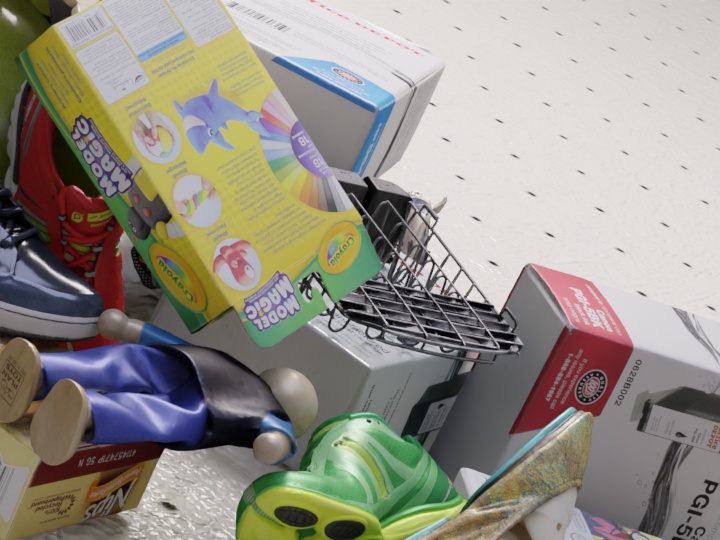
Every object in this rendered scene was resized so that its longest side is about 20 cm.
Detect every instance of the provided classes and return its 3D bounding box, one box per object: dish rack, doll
[{"bbox_3d":[0.000,0.000,1.557,0.153,0.055,0.200,11,27,-35],"label":"dish rack"},{"bbox_3d":[-0.094,0.062,1.351,0.199,0.049,0.136,5,26,-49],"label":"doll"}]

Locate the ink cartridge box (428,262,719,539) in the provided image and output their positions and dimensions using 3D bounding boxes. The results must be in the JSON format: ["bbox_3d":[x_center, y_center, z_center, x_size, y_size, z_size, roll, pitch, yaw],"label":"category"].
[{"bbox_3d":[0.164,0.099,1.622,0.199,0.147,0.083,16,21,-25],"label":"ink cartridge box"}]

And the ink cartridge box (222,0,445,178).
[{"bbox_3d":[-0.042,-0.119,1.768,0.145,0.085,0.200,27,17,8],"label":"ink cartridge box"}]

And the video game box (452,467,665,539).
[{"bbox_3d":[0.143,0.198,1.486,0.181,0.047,0.200,19,20,-14],"label":"video game box"}]

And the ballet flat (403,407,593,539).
[{"bbox_3d":[0.065,0.146,1.396,0.071,0.071,0.200,36,52,28],"label":"ballet flat"}]

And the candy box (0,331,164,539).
[{"bbox_3d":[-0.208,0.056,1.377,0.200,0.056,0.115,35,19,23],"label":"candy box"}]

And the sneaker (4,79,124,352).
[{"bbox_3d":[-0.158,-0.021,1.454,0.076,0.202,0.085,-1,-4,-24],"label":"sneaker"}]

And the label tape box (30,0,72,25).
[{"bbox_3d":[-0.206,-0.151,1.677,0.066,0.201,0.143,-25,36,-34],"label":"label tape box"}]

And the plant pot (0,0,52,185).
[{"bbox_3d":[-0.242,-0.091,1.557,0.192,0.201,0.200,37,17,-6],"label":"plant pot"}]

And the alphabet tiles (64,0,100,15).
[{"bbox_3d":[-0.142,-0.157,1.573,0.201,0.015,0.195,59,15,12],"label":"alphabet tiles"}]

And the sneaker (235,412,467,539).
[{"bbox_3d":[-0.014,0.120,1.419,0.084,0.074,0.200,60,21,18],"label":"sneaker"}]

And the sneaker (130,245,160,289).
[{"bbox_3d":[-0.090,-0.015,1.710,0.076,0.078,0.200,59,12,19],"label":"sneaker"}]

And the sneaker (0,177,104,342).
[{"bbox_3d":[-0.202,-0.062,1.391,0.201,0.147,0.077,29,15,6],"label":"sneaker"}]

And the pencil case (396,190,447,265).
[{"bbox_3d":[-0.044,-0.052,1.851,0.199,0.078,0.090,29,61,7],"label":"pencil case"}]

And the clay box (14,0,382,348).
[{"bbox_3d":[-0.083,-0.057,1.428,0.115,0.048,0.201,-33,91,-43],"label":"clay box"}]

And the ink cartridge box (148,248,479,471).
[{"bbox_3d":[-0.014,0.045,1.629,0.146,0.083,0.200,34,20,22],"label":"ink cartridge box"}]
